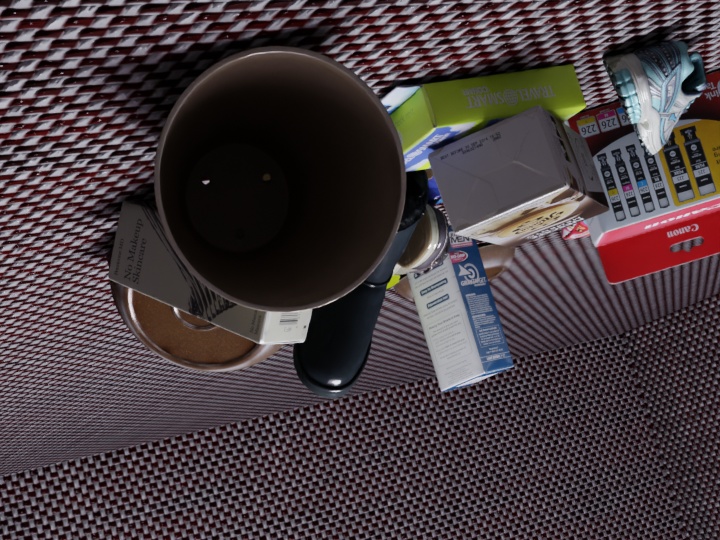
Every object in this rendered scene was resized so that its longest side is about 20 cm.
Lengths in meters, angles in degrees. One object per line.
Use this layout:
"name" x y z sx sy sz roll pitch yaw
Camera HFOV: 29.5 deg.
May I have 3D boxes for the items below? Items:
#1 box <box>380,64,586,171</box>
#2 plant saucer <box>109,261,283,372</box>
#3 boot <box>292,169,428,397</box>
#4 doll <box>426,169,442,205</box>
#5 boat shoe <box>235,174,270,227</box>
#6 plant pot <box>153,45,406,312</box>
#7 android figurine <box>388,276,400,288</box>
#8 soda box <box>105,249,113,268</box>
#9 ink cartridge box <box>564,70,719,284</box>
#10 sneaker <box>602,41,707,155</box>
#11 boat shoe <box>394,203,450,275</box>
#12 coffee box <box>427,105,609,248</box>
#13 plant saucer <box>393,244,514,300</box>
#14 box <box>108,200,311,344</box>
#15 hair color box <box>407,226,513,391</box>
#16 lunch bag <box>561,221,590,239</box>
"box" 0.095 -0.137 1.255 0.198 0.048 0.122 -11 168 -31
"plant saucer" -0.160 0.030 1.374 0.198 0.201 0.032 -20 -152 22
"boot" 0.000 0.000 1.308 0.075 0.202 0.169 21 144 1
"doll" 0.062 -0.087 1.449 0.134 0.049 0.200 -10 168 -17
"boat shoe" -0.075 -0.076 1.267 0.066 0.075 0.199 5 -172 28
"plant pot" -0.081 -0.064 1.069 0.185 0.190 0.200 -13 -177 -16
"android figurine" -0.029 0.010 1.833 0.197 0.042 0.182 -9 166 -26
"soda box" -0.161 -0.020 1.413 0.198 0.064 0.070 -20 169 22
"ink cartridge box" 0.335 -0.100 1.459 0.197 0.178 0.084 -17 170 1
"sneaker" 0.298 -0.169 1.325 0.085 0.079 0.200 -23 168 15
"boat shoe" 0.063 -0.032 1.427 0.064 0.073 0.200 -3 170 -14
"coffee box" 0.153 -0.082 1.276 0.112 0.081 0.200 -22 170 19
"plant saucer" 0.149 0.008 2.102 0.197 0.033 0.200 -18 168 -4
"box" -0.134 -0.001 1.240 0.198 0.083 0.068 18 -170 34
"hair color box" 0.129 0.050 1.843 0.060 0.203 0.100 -9 168 -38
"lunch bag" 0.345 -0.099 1.736 0.197 0.083 0.176 -16 170 -6
